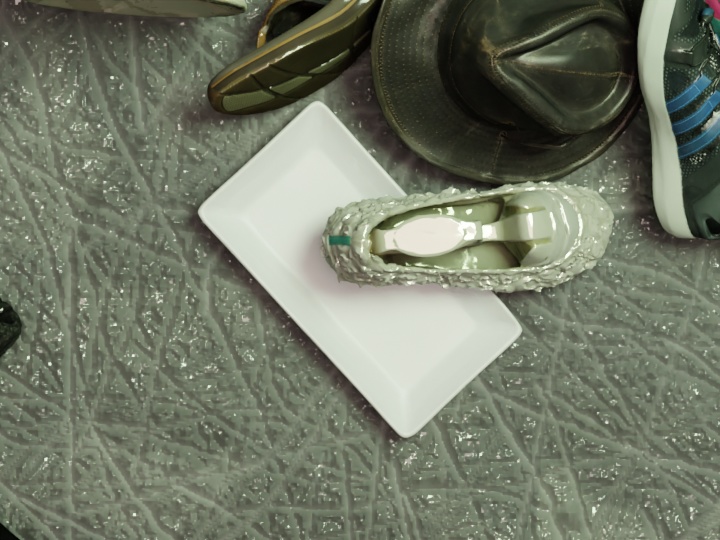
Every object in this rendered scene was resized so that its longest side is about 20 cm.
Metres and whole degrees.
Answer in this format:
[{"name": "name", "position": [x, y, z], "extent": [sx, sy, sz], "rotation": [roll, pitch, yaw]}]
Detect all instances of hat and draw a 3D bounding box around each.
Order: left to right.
[{"name": "hat", "position": [0.109, -0.128, 1.104], "extent": [0.200, 0.081, 0.201], "rotation": [-7, 115, -15]}]

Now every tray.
[{"name": "tray", "position": [0.000, 0.000, 1.157], "extent": [0.107, 0.022, 0.200], "rotation": [-43, 95, -4]}]

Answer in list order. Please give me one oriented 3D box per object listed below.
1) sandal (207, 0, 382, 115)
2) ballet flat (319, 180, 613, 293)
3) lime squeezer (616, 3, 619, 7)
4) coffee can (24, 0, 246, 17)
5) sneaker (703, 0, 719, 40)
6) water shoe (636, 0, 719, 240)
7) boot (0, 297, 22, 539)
[{"name": "sandal", "position": [-0.018, -0.166, 1.125], "extent": [0.200, 0.082, 0.055], "rotation": [-40, 75, -6]}, {"name": "ballet flat", "position": [0.075, -0.019, 1.124], "extent": [0.199, 0.072, 0.072], "rotation": [-7, 93, -18]}, {"name": "lime squeezer", "position": [0.219, -0.235, 1.153], "extent": [0.200, 0.038, 0.071], "rotation": [-42, 121, -4]}, {"name": "coffee can", "position": [-0.133, -0.258, 1.073], "extent": [0.146, 0.146, 0.201], "rotation": [3, 92, -6]}, {"name": "sneaker", "position": [0.283, -0.209, 1.130], "extent": [0.200, 0.121, 0.084], "rotation": [-38, 95, -4]}, {"name": "water shoe", "position": [0.218, -0.107, 1.114], "extent": [0.079, 0.072, 0.200], "rotation": [5, 132, 22]}, {"name": "boot", "position": [-0.248, 0.096, 1.105], "extent": [0.211, 0.079, 0.158], "rotation": [40, 88, -5]}]
